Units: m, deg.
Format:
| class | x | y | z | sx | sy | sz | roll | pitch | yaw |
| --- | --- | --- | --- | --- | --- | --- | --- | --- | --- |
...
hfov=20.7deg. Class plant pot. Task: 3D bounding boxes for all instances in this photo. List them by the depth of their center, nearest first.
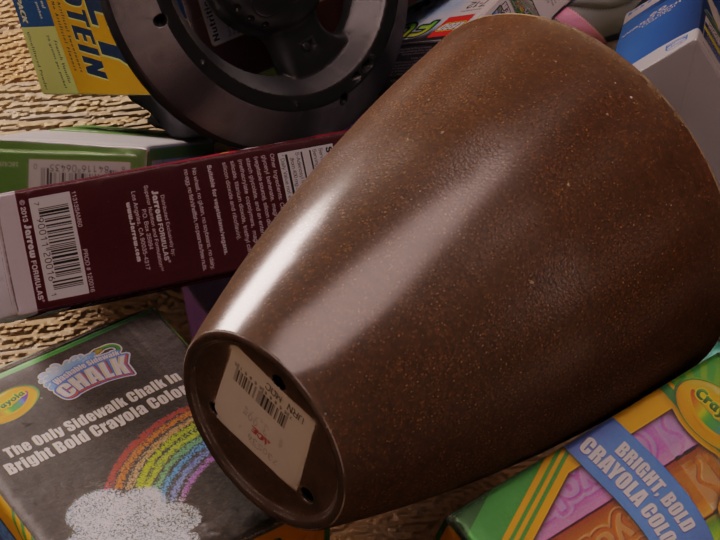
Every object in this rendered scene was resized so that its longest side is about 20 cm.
| class | x | y | z | sx | sy | sz | roll | pitch | yaw |
| --- | --- | --- | --- | --- | --- | --- | --- | --- | --- |
| plant pot | 0.026 | 0.016 | 0.839 | 0.186 | 0.188 | 0.200 | 30 | 47 | 32 |

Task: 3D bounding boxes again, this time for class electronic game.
| class | x | y | z | sx | sy | sz | roll | pitch | yaw |
| --- | --- | --- | --- | --- | --- | --- | --- | --- | --- |
| electronic game | -0.054 | -0.163 | 1.041 | 0.200 | 0.201 | 0.041 | -41 | 20 | -32 |

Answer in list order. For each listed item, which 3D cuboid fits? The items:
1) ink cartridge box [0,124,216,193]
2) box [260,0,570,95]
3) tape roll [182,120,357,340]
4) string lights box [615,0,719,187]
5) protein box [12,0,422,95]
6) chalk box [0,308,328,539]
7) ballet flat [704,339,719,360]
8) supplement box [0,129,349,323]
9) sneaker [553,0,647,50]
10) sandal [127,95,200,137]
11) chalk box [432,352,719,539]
| class | x | y | z | sx | sy | sz | roll | pitch | yaw |
| --- | --- | --- | --- | --- | --- | --- | --- | --- | --- |
| ink cartridge box | -0.145 | -0.049 | 1.136 | 0.103 | 0.060 | 0.200 | 3 | 7 | 9 |
| box | 0.029 | -0.150 | 1.207 | 0.199 | 0.035 | 0.110 | 1 | 39 | 49 |
| tape roll | 0.000 | 0.000 | 1.095 | 0.198 | 0.066 | 0.201 | -3 | 42 | 3 |
| string lights box | 0.183 | -0.088 | 1.050 | 0.059 | 0.103 | 0.200 | -30 | 11 | 19 |
| protein box | -0.082 | -0.200 | 1.168 | 0.199 | 0.136 | 0.198 | -27 | 20 | -32 |
| chalk box | -0.118 | 0.113 | 0.925 | 0.124 | 0.125 | 0.200 | -22 | 44 | -27 |
| ballet flat | 0.237 | 0.083 | 0.993 | 0.198 | 0.067 | 0.071 | 13 | 70 | 19 |
| supplement box | -0.086 | -0.023 | 0.982 | 0.198 | 0.061 | 0.109 | -11 | 0 | -18 |
| sneaker | 0.108 | -0.162 | 1.242 | 0.199 | 0.082 | 0.070 | -26 | 47 | -20 |
| sandal | -0.102 | -0.103 | 1.198 | 0.075 | 0.043 | 0.200 | -16 | 19 | -4 |
| chalk box | 0.138 | 0.129 | 0.876 | 0.199 | 0.125 | 0.124 | -28 | 70 | -22 |
